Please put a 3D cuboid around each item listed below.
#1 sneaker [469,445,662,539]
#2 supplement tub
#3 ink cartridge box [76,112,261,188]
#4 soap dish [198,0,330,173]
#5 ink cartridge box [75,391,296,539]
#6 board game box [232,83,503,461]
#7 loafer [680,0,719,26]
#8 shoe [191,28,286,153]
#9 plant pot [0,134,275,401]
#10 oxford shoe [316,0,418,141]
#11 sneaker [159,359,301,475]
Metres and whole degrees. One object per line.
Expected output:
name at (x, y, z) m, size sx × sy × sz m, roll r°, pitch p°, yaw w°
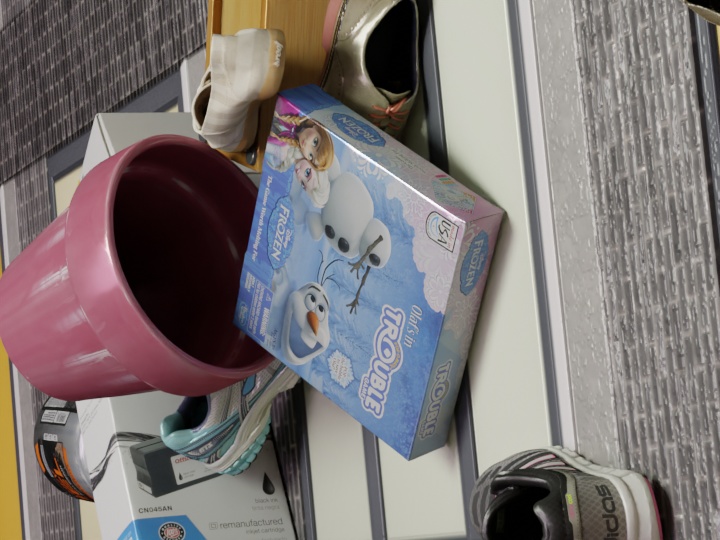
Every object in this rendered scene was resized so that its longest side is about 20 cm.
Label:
sneaker at (0.106, 0.152, 1.456) m, size 0.200 × 0.087 × 0.074 m, roll 180°, pitch 88°, yaw -66°
supplement tub at (-0.237, 0.161, 2.192) m, size 0.200 × 0.122 × 0.123 m, roll 176°, pitch 92°, yaw -67°
ink cartridge box at (-0.170, -0.039, 1.992) m, size 0.201 × 0.144 × 0.084 m, roll 111°, pitch 147°, yaw -42°
soap dish at (-0.067, -0.170, 1.825) m, size 0.157 × 0.081 × 0.201 m, roll -152°, pitch 64°, yaw -63°
ink cartridge box at (-0.149, 0.174, 1.966) m, size 0.084 × 0.144 × 0.201 m, roll 126°, pitch 135°, yaw -52°
board game box at (0.000, 0.000, 1.656) m, size 0.199 × 0.043 × 0.201 m, roll 35°, pitch 127°, yaw 34°
loafer at (0.226, -0.149, 1.180) m, size 0.200 × 0.067 × 0.077 m, roll 175°, pitch 92°, yaw -66°
shoe at (-0.099, -0.137, 1.711) m, size 0.200 × 0.053 × 0.070 m, roll 134°, pitch 136°, yaw -71°
plant pot at (-0.181, 0.016, 1.806) m, size 0.179 × 0.199 × 0.201 m, roll -24°, pitch 68°, yaw 36°
oxford shoe at (0.003, -0.114, 1.688) m, size 0.075 × 0.070 × 0.201 m, roll 31°, pitch 120°, yaw 58°
sneaker at (-0.098, 0.073, 1.876) m, size 0.201 × 0.086 × 0.078 m, roll -65°, pitch 31°, yaw 14°
